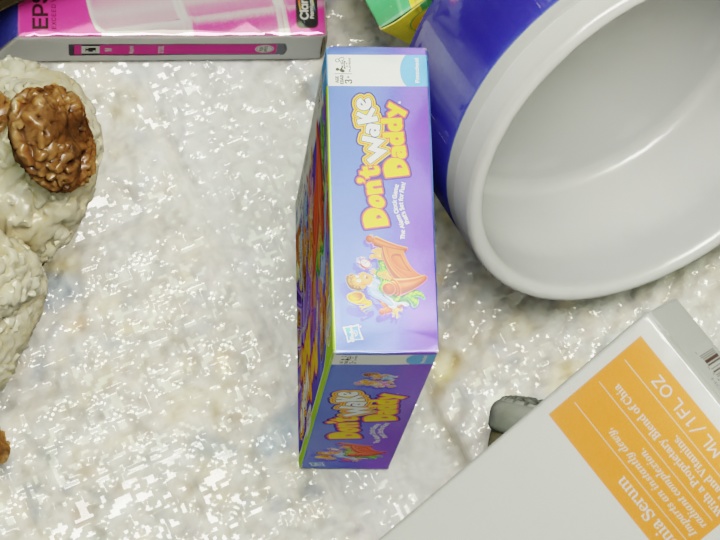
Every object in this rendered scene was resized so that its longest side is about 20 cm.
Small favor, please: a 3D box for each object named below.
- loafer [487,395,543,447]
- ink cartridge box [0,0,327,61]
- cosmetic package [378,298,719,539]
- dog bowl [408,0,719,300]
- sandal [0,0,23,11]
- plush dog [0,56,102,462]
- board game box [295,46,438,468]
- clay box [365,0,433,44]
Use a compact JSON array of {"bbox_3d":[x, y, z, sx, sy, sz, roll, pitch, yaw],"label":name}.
[{"bbox_3d":[0.148,0.120,1.252,0.199,0.075,0.070,20,94,10],"label":"loafer"},{"bbox_3d":[-0.116,-0.153,1.324,0.198,0.037,0.095,-2,73,-4],"label":"ink cartridge box"},{"bbox_3d":[0.091,0.115,1.190,0.200,0.071,0.102,-42,82,16],"label":"cosmetic package"},{"bbox_3d":[0.120,-0.085,1.234,0.199,0.201,0.079,-24,52,-13],"label":"dog bowl"},{"bbox_3d":[-0.180,-0.156,1.276,0.200,0.082,0.055,-37,48,7],"label":"sandal"},{"bbox_3d":[-0.180,-0.017,1.213,0.160,0.200,0.172,38,79,-29],"label":"plush dog"},{"bbox_3d":[0.000,0.000,1.199,0.044,0.200,0.135,0,72,-5],"label":"board game box"},{"bbox_3d":[0.011,-0.179,1.300,0.047,0.115,0.201,-30,76,15],"label":"clay box"}]
